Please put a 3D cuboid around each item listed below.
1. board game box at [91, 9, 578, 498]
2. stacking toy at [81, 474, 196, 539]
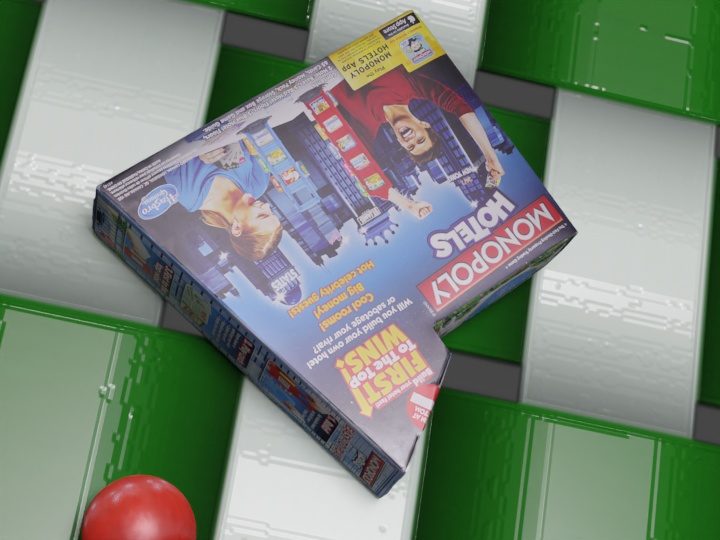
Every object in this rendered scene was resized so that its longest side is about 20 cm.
[{"bbox_3d":[0.000,0.000,0.822,0.199,0.062,0.201,-31,79,-20],"label":"board game box"},{"bbox_3d":[-0.073,0.181,0.723,0.085,0.086,0.201,-17,56,-16],"label":"stacking toy"}]
